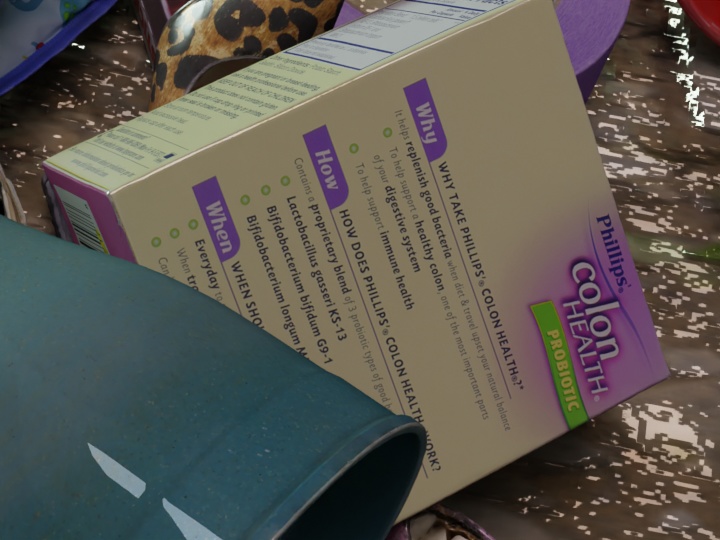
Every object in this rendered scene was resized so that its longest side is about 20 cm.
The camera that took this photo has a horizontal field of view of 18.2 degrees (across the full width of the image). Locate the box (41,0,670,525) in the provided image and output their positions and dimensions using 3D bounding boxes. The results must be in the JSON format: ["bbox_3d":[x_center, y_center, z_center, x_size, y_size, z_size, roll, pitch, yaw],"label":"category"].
[{"bbox_3d":[0.000,0.000,0.922,0.199,0.177,0.097,-26,19,-17],"label":"box"}]

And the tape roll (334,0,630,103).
[{"bbox_3d":[0.027,-0.140,1.087,0.199,0.066,0.201,8,52,-10],"label":"tape roll"}]

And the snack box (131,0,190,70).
[{"bbox_3d":[-0.056,-0.078,1.076,0.071,0.024,0.201,-10,57,-15],"label":"snack box"}]

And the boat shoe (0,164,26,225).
[{"bbox_3d":[-0.184,-0.029,1.000,0.074,0.069,0.200,-23,59,-19],"label":"boat shoe"}]

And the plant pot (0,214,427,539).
[{"bbox_3d":[-0.111,0.078,0.776,0.188,0.200,0.200,37,59,13],"label":"plant pot"}]

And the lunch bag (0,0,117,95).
[{"bbox_3d":[-0.204,-0.169,1.054,0.169,0.128,0.200,18,57,20],"label":"lunch bag"}]

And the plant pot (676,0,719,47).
[{"bbox_3d":[0.245,-0.225,1.122,0.199,0.201,0.178,9,45,0],"label":"plant pot"}]

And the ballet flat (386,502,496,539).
[{"bbox_3d":[0.083,0.163,0.900,0.200,0.071,0.069,37,58,17],"label":"ballet flat"}]

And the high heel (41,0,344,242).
[{"bbox_3d":[-0.056,-0.036,0.968,0.071,0.200,0.143,21,38,-44],"label":"high heel"}]
